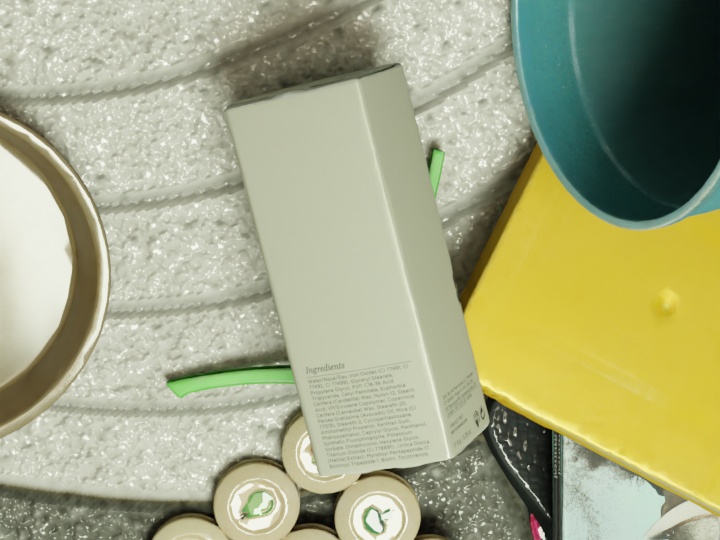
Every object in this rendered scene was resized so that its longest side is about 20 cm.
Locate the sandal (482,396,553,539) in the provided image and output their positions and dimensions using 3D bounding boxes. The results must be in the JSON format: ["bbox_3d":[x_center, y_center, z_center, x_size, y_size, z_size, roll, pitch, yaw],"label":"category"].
[{"bbox_3d":[0.131,0.148,1.077,0.075,0.045,0.200,-32,100,-18],"label":"sandal"}]

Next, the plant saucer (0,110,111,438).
[{"bbox_3d":[-0.231,0.002,0.943,0.200,0.029,0.200,-4,110,-11],"label":"plant saucer"}]

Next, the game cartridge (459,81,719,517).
[{"bbox_3d":[0.163,0.019,1.001,0.200,0.032,0.176,28,84,-9],"label":"game cartridge"}]

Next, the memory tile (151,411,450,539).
[{"bbox_3d":[-0.014,0.190,1.046,0.153,0.017,0.200,-38,100,3],"label":"memory tile"}]

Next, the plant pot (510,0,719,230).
[{"bbox_3d":[0.207,-0.131,0.918,0.188,0.200,0.200,-8,112,-27],"label":"plant pot"}]

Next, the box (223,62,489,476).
[{"bbox_3d":[0.000,0.000,0.935,0.082,0.068,0.200,-9,98,25],"label":"box"}]

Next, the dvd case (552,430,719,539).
[{"bbox_3d":[0.179,0.072,1.030,0.146,0.022,0.200,2,89,-14],"label":"dvd case"}]

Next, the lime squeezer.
[{"bbox_3d":[-0.009,0.023,1.006,0.200,0.038,0.071,-42,82,5],"label":"lime squeezer"}]
